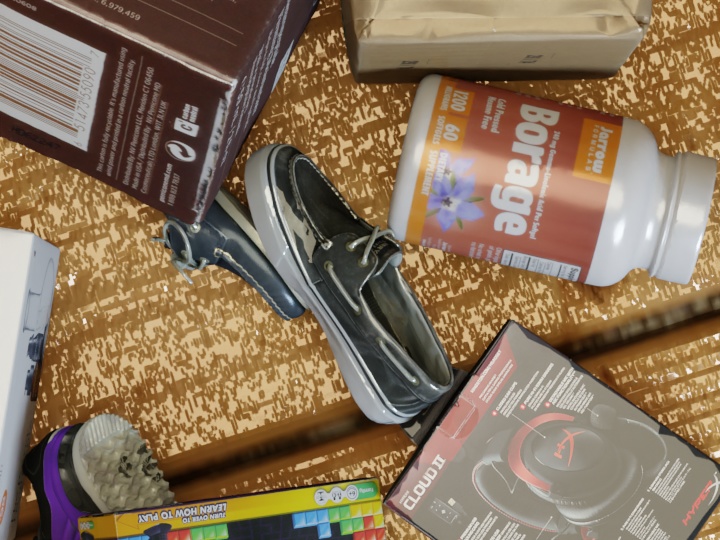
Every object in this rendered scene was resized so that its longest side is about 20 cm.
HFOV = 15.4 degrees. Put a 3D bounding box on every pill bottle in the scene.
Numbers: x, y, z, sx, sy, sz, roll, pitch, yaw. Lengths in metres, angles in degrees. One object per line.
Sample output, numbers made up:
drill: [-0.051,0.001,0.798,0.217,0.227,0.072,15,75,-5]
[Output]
pill bottle: [0.124,-0.054,1.732,0.199,0.112,0.113,12,87,2]

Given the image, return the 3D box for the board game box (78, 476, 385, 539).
board game box: [-0.073,0.225,1.699,0.200,0.057,0.166,-6,85,-33]

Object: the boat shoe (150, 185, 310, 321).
boat shoe: [-0.112,-0.035,1.755,0.062,0.075,0.200,-44,89,-2]

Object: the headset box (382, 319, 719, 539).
headset box: [0.120,0.136,1.739,0.200,0.075,0.149,34,88,3]

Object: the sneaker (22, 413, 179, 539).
sneaker: [-0.160,0.190,1.749,0.099,0.070,0.201,-15,103,38]

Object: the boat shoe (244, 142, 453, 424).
boat shoe: [0.000,0.000,1.716,0.071,0.072,0.200,-27,96,38]

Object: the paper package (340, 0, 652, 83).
paper package: [0.082,-0.182,1.697,0.190,0.200,0.104,-1,87,0]

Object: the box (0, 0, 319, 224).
box: [-0.124,-0.174,1.684,0.164,0.166,0.200,25,58,3]

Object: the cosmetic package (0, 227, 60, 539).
cosmetic package: [-0.238,0.075,1.715,0.052,0.151,0.201,8,87,2]
